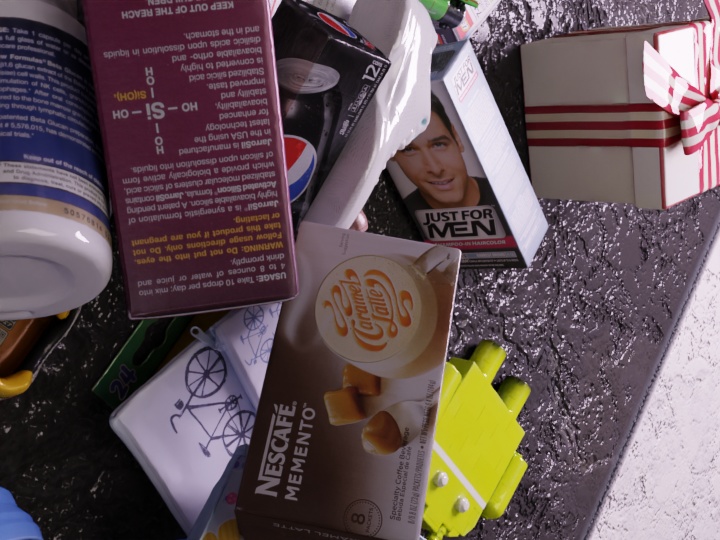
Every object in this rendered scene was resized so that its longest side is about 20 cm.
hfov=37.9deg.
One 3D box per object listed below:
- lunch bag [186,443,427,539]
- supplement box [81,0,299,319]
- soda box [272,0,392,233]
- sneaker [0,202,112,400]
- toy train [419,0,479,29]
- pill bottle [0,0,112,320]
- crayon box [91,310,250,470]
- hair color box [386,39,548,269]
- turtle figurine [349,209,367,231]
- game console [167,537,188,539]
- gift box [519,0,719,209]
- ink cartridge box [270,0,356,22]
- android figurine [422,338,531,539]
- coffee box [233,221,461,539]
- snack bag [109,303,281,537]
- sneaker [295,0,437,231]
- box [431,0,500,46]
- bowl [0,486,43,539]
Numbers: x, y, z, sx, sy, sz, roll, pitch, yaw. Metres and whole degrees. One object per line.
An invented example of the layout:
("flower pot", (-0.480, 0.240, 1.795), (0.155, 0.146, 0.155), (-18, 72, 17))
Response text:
("lunch bag", (-0.038, 0.238, 0.710), (0.199, 0.127, 0.171), (38, 60, -22))
("supplement box", (-0.098, -0.090, 0.623), (0.101, 0.131, 0.203), (-7, 104, -7))
("soda box", (-0.063, -0.085, 0.745), (0.063, 0.071, 0.201), (11, 117, -43))
("sneaker", (-0.198, -0.006, 0.675), (0.078, 0.081, 0.203), (33, 72, -41))
("toy train", (0.020, -0.253, 0.854), (0.198, 0.042, 0.057), (18, 103, -31))
("pill bottle", (-0.201, -0.084, 0.602), (0.110, 0.110, 0.203), (16, 56, -44))
("crayon box", (-0.095, 0.103, 0.812), (0.200, 0.051, 0.127), (50, 63, -36))
("hair color box", (0.081, -0.094, 0.917), (0.061, 0.098, 0.201), (-56, 130, -37))
("turtle figurine", (0.000, 0.000, 0.861), (0.200, 0.063, 0.164), (-29, 105, -83))
("game console", (-0.115, 0.281, 0.790), (0.198, 0.170, 0.120), (7, 56, -44))
("gift box", (0.276, -0.173, 1.042), (0.183, 0.185, 0.203), (-26, 114, -39))
("ink cartridge box", (-0.058, -0.190, 0.796), (0.199, 0.066, 0.118), (23, 81, -44))
("android figurine", (0.099, 0.173, 1.020), (0.201, 0.041, 0.183), (-55, 129, -26))
("coffee box", (-0.004, 0.081, 0.679), (0.080, 0.112, 0.203), (93, 8, -60))
("snack bag", (-0.072, 0.110, 0.777), (0.199, 0.021, 0.190), (-40, 124, -24))
("sneaker", (0.015, -0.108, 0.790), (0.088, 0.075, 0.203), (28, 81, -52))
("box", (0.064, -0.309, 0.921), (0.110, 0.034, 0.201), (-52, 127, -26))
("bowl", (-0.272, 0.181, 0.569), (0.199, 0.201, 0.040), (-20, 72, -41))
